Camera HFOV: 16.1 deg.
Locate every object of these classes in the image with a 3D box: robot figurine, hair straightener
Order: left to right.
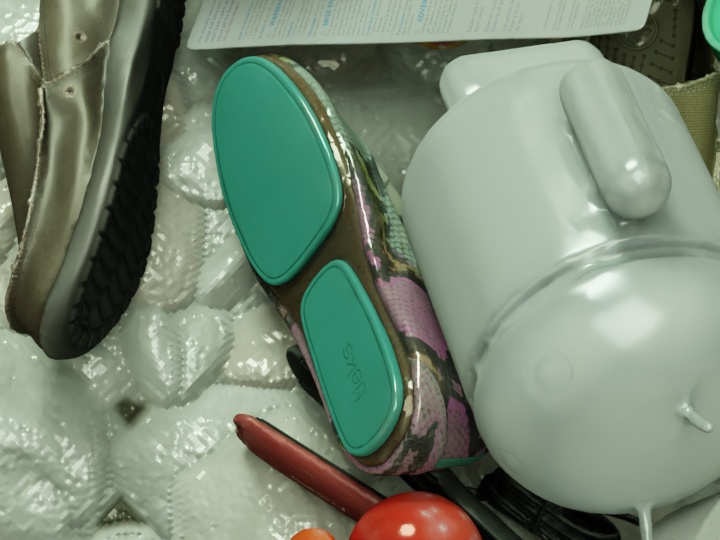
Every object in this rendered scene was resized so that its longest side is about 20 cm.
[{"bbox_3d":[0.050,0.086,0.996,0.199,0.041,0.077,32,73,14],"label":"hair straightener"},{"bbox_3d":[0.083,0.004,0.920,0.112,0.170,0.201,-11,49,-9],"label":"robot figurine"}]

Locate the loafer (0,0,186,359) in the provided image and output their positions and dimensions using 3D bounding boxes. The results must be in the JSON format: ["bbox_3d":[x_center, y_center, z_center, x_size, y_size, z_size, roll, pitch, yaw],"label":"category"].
[{"bbox_3d":[-0.118,-0.059,1.030,0.070,0.073,0.202,5,66,9],"label":"loafer"}]

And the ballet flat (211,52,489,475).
[{"bbox_3d":[0.000,0.000,1.002,0.071,0.069,0.201,12,40,-41],"label":"ballet flat"}]

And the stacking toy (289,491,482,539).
[{"bbox_3d":[-0.048,0.136,0.949,0.199,0.085,0.086,-20,74,-5],"label":"stacking toy"}]

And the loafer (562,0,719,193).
[{"bbox_3d":[0.109,-0.052,1.032,0.075,0.068,0.202,0,72,-2],"label":"loafer"}]

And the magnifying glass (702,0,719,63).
[{"bbox_3d":[0.176,-0.144,1.034,0.079,0.022,0.201,-27,29,27],"label":"magnifying glass"}]

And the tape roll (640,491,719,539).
[{"bbox_3d":[0.164,0.173,0.910,0.202,0.037,0.204,27,49,-36],"label":"tape roll"}]

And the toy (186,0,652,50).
[{"bbox_3d":[0.039,-0.125,1.040,0.199,0.047,0.116,-2,52,28],"label":"toy"}]
